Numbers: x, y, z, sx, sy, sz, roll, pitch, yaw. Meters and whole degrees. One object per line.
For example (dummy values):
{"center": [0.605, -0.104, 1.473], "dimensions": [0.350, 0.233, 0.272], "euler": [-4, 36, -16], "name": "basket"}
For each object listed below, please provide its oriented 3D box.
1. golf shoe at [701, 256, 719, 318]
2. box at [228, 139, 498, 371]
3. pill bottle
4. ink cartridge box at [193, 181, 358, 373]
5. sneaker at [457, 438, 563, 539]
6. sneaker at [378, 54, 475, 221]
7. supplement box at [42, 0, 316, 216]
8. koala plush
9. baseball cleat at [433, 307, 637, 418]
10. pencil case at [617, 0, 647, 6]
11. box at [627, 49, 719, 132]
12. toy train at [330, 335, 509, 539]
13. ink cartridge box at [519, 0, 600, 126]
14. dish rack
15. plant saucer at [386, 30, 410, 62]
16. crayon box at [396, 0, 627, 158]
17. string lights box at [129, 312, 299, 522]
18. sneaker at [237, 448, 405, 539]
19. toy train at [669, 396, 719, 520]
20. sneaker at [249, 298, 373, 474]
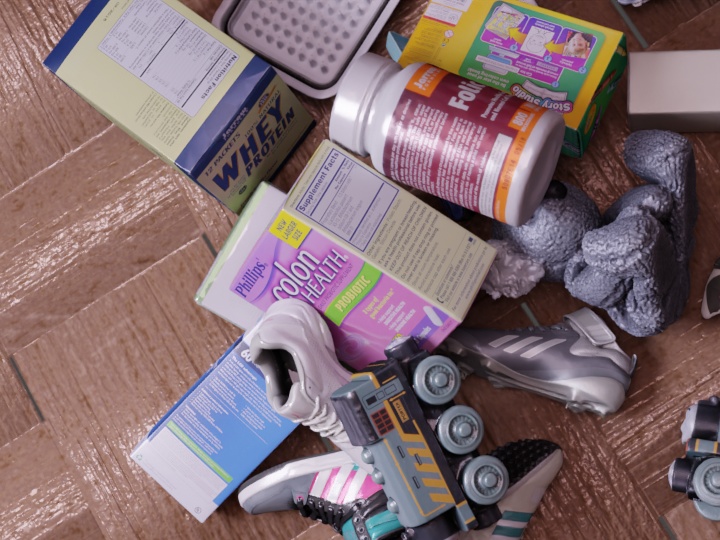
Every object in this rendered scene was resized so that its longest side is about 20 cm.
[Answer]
{"center": [0.429, 0.048, 1.620], "dimensions": [0.200, 0.077, 0.088], "euler": [32, 107, 18], "name": "golf shoe"}
{"center": [0.000, 0.000, 1.617], "dimensions": [0.200, 0.176, 0.097], "euler": [33, 56, -4], "name": "box"}
{"center": [0.080, -0.127, 1.565], "dimensions": [0.200, 0.114, 0.114], "euler": [22, 85, 15], "name": "pill bottle"}
{"center": [-0.052, 0.018, 1.733], "dimensions": [0.200, 0.048, 0.146], "euler": [30, 87, -6], "name": "ink cartridge box"}
{"center": [0.131, 0.253, 1.643], "dimensions": [0.200, 0.070, 0.093], "euler": [-41, 118, -18], "name": "sneaker"}
{"center": [0.054, -0.127, 1.732], "dimensions": [0.078, 0.075, 0.200], "euler": [-40, 70, 18], "name": "sneaker"}
{"center": [-0.181, -0.181, 1.716], "dimensions": [0.200, 0.200, 0.134], "euler": [36, 88, 16], "name": "supplement box"}
{"center": [0.216, -0.029, 1.631], "dimensions": [0.200, 0.184, 0.177], "euler": [8, 49, 24], "name": "koala plush"}
{"center": [0.176, 0.077, 1.670], "dimensions": [0.200, 0.070, 0.107], "euler": [21, 71, 10], "name": "baseball cleat"}
{"center": [0.353, -0.315, 1.690], "dimensions": [0.200, 0.083, 0.091], "euler": [1, 78, 12], "name": "pencil case"}
{"center": [0.368, -0.179, 1.663], "dimensions": [0.200, 0.082, 0.068], "euler": [1, 80, 11], "name": "box"}
{"center": [0.056, 0.164, 1.559], "dimensions": [0.114, 0.085, 0.200], "euler": [-28, 95, -18], "name": "toy train"}
{"center": [0.149, -0.213, 1.721], "dimensions": [0.116, 0.068, 0.200], "euler": [-29, 74, 4], "name": "ink cartridge box"}
{"center": [-0.046, -0.290, 1.788], "dimensions": [0.172, 0.044, 0.200], "euler": [31, 84, 15], "name": "dish rack"}
{"center": [0.084, -0.162, 1.705], "dimensions": [0.019, 0.070, 0.200], "euler": [-41, 57, 26], "name": "plant saucer"}
{"center": [0.147, -0.200, 1.636], "dimensions": [0.200, 0.058, 0.119], "euler": [21, 70, 19], "name": "crayon box"}
{"center": [-0.126, 0.146, 1.689], "dimensions": [0.103, 0.059, 0.200], "euler": [44, 97, -4], "name": "string lights box"}
{"center": [-0.018, 0.247, 1.664], "dimensions": [0.200, 0.084, 0.121], "euler": [-15, 67, 8], "name": "sneaker"}
{"center": [0.397, 0.184, 1.582], "dimensions": [0.200, 0.085, 0.114], "euler": [7, 69, 15], "name": "toy train"}
{"center": [-0.041, 0.128, 1.596], "dimensions": [0.200, 0.099, 0.078], "euler": [49, 125, -2], "name": "sneaker"}
